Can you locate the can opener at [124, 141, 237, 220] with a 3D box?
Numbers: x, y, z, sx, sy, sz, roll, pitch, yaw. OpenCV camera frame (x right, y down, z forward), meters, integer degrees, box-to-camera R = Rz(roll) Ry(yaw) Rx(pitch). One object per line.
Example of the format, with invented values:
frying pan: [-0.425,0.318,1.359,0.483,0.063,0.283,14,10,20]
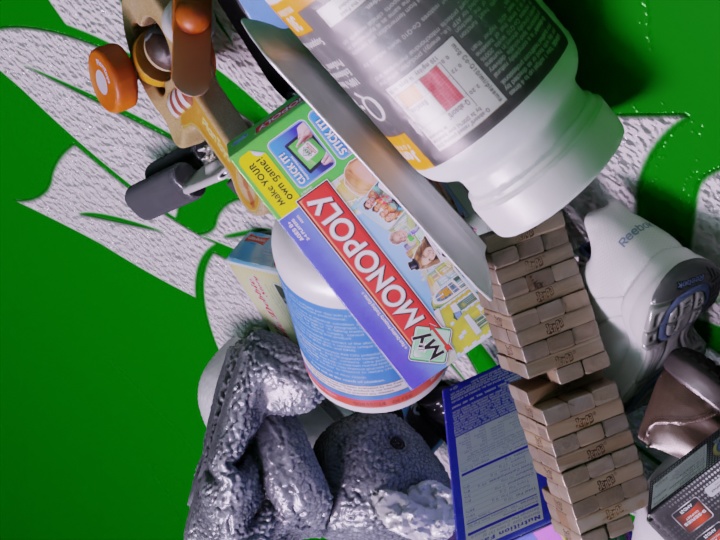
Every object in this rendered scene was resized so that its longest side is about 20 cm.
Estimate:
can opener: [-0.119,-0.066,1.497,0.067,0.053,0.200,48,155,-17]

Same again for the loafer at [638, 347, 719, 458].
loafer: [0.248,0.131,1.184,0.200,0.071,0.073,41,-169,11]

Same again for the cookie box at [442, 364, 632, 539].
cookie box: [0.133,0.183,1.380,0.171,0.075,0.200,55,-164,-27]

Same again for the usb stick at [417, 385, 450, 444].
usb stick: [0.120,0.168,1.560,0.200,0.033,0.055,48,162,-14]

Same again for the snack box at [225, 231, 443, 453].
snack box: [-0.016,0.059,1.570,0.116,0.037,0.200,13,143,46]

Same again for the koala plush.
koala plush: [-0.022,0.160,1.527,0.199,0.185,0.177,16,174,-8]

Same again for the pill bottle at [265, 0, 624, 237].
pill bottle: [0.047,-0.122,1.091,0.200,0.116,0.116,48,155,-13]

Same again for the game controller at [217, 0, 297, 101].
game controller: [-0.053,-0.180,1.229,0.104,0.042,0.200,10,141,49]

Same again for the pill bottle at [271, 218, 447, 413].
pill bottle: [0.000,0.000,1.362,0.112,0.112,0.200,28,153,27]

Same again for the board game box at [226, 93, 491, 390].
board game box: [0.028,-0.038,1.246,0.200,0.134,0.029,52,-172,-22]

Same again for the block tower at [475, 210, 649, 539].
block tower: [0.121,0.064,1.218,0.058,0.054,0.201,-162,53,-73]

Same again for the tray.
tray: [0.009,-0.071,1.157,0.200,0.022,0.107,47,-177,-21]

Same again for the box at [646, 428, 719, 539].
box: [0.283,0.125,1.094,0.200,0.044,0.160,-41,99,22]

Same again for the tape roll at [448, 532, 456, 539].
tape roll: [0.047,0.274,1.635,0.085,0.200,0.200,48,155,-17]

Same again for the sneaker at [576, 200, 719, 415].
sneaker: [0.168,0.026,1.235,0.087,0.074,0.200,50,157,24]

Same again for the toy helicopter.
toy helicopter: [-0.102,-0.120,1.303,0.200,0.079,0.133,54,150,28]

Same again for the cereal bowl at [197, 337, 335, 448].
cereal bowl: [-0.070,0.155,1.703,0.200,0.083,0.200,44,167,12]

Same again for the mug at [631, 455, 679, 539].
mug: [0.264,0.208,1.265,0.200,0.147,0.176,33,154,56]
